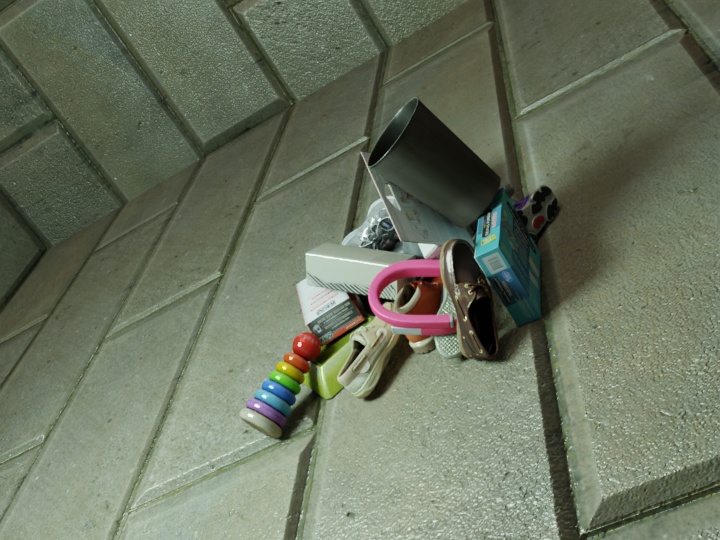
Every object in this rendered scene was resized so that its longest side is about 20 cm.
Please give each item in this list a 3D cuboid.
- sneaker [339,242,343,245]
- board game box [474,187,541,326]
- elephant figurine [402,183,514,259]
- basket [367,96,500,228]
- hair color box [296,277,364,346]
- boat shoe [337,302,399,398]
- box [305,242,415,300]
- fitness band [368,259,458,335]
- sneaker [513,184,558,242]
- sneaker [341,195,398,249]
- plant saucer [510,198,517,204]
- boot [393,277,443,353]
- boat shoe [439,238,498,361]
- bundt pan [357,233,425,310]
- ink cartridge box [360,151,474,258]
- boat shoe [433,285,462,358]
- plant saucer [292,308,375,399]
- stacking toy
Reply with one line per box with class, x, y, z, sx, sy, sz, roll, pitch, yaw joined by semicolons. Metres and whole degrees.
sneaker;-0.019;-0.031;1.964;0.199;0.071;0.093;-39;-17;20
board game box;0.252;-0.026;1.555;0.047;0.151;0.200;-24;25;23
elephant figurine;0.183;-0.072;1.730;0.198;0.156;0.142;4;33;14
basket;0.131;-0.177;1.577;0.136;0.200;0.181;-46;15;29
hair color box;-0.063;0.061;1.807;0.101;0.061;0.200;-32;22;5
boat shoe;0.017;0.128;1.629;0.072;0.065;0.201;-31;27;51
box;0.000;0.000;1.724;0.199;0.069;0.082;9;20;29
fitness band;0.112;0.042;1.559;0.198;0.038;0.144;0;50;13
sneaker;0.294;-0.080;1.728;0.200;0.081;0.083;-39;8;-31
sneaker;0.031;-0.065;1.808;0.200;0.074;0.082;-49;24;40
plant saucer;0.234;-0.093;1.854;0.199;0.036;0.200;-29;24;14
boot;0.125;0.043;1.655;0.075;0.108;0.200;-18;27;38
boat shoe;0.182;0.045;1.472;0.070;0.202;0.070;-15;1;-20
bundt pan;0.060;-0.014;1.865;0.201;0.076;0.202;-35;22;17
ink cartridge box;0.091;-0.114;1.620;0.045;0.175;0.201;-49;52;40
boat shoe;0.167;0.073;1.583;0.074;0.062;0.201;-1;49;12
plant saucer;-0.042;0.140;1.766;0.200;0.048;0.199;-42;24;-14
stacking toy;-0.137;0.200;1.676;0.085;0.085;0.201;4;59;56
